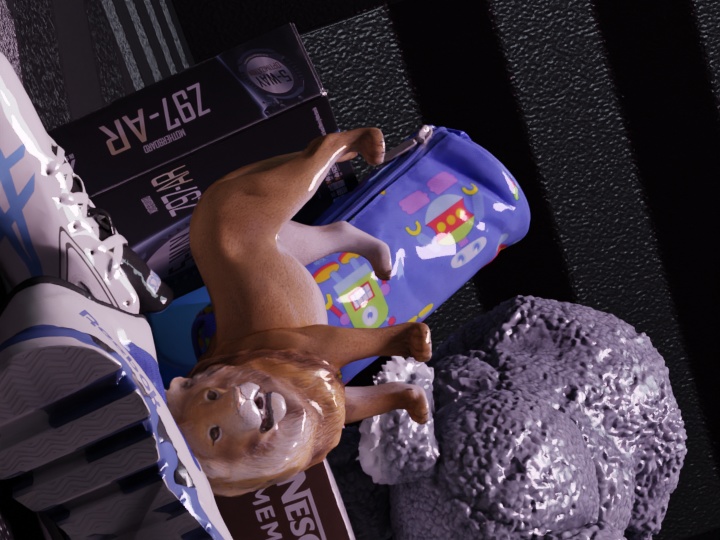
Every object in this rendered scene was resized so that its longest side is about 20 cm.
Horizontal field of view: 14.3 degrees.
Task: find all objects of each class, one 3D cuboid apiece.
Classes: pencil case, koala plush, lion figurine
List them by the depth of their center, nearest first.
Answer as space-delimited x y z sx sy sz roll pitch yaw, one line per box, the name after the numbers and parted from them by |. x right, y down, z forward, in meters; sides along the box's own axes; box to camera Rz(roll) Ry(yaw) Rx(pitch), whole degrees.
-0.039 0.015 1.244 0.200 0.122 0.073 -104 -168 -45 | lion figurine
0.066 0.099 1.348 0.177 0.184 0.200 41 7 8 | koala plush
0.000 0.000 1.498 0.078 0.200 0.087 10 -47 53 | pencil case

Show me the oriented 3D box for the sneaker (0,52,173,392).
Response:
-0.126 -0.009 1.243 0.072 0.072 0.200 -100 170 -73 | sneaker

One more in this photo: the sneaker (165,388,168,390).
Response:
-0.060 0.150 1.456 0.200 0.071 0.112 64 -13 3 | sneaker

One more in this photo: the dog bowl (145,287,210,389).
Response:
-0.090 0.029 1.623 0.200 0.111 0.050 -107 -169 -54 | dog bowl

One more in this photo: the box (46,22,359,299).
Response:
-0.086 -0.046 1.490 0.200 0.160 0.044 71 -5 -73 | box

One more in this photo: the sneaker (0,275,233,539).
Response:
-0.094 0.078 1.133 0.115 0.080 0.200 -103 173 -58 | sneaker

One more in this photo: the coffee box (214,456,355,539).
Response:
-0.038 0.185 1.270 0.080 0.114 0.200 65 7 -86 | coffee box
